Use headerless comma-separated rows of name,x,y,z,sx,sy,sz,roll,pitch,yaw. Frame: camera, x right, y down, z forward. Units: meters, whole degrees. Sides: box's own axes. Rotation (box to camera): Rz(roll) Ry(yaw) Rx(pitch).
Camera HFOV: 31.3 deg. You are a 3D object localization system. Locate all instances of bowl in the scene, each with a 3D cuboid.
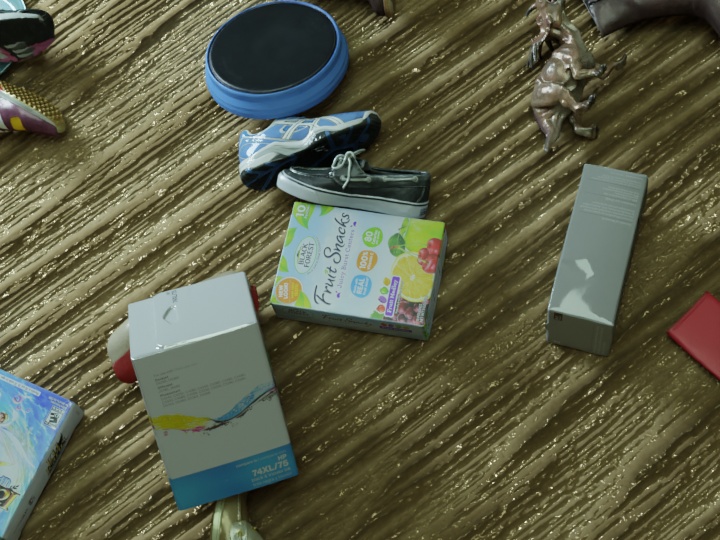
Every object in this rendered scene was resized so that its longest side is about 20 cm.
bowl,-0.115,-0.288,1.730,0.198,0.040,0.203,-6,51,7

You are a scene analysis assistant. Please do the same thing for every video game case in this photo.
video game case,-0.471,0.213,1.589,0.198,0.046,0.183,20,72,16

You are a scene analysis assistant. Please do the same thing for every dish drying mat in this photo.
dish drying mat,0.459,0.115,1.514,0.077,0.018,0.200,-42,67,-11

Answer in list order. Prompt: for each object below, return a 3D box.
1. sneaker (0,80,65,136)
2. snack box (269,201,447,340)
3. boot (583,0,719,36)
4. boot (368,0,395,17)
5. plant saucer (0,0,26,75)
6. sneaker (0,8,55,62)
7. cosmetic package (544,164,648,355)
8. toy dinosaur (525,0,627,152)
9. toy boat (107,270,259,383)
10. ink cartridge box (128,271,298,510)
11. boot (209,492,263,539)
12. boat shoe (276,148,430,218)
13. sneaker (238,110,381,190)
sneaker,-0.503,-0.212,1.771,0.198,0.075,0.091,24,103,5
snack box,0.000,0.000,1.609,0.197,0.053,0.144,8,67,12
boot,0.395,-0.350,1.702,0.165,0.072,0.202,-30,67,8
boot,-0.047,-0.405,1.785,0.164,0.073,0.202,-19,58,0
plant saucer,-0.570,-0.335,1.851,0.197,0.027,0.203,-3,66,7
sneaker,-0.527,-0.345,1.796,0.197,0.081,0.087,-6,55,-1
cosmetic package,0.284,-0.012,1.546,0.089,0.107,0.203,10,70,12
toy dinosaur,0.256,-0.247,1.669,0.134,0.086,0.202,19,87,27
toy boat,-0.207,0.091,1.578,0.198,0.131,0.132,-23,94,-2
ink cartridge box,-0.169,0.134,1.465,0.144,0.202,0.147,-15,25,-5
boot,-0.095,0.327,1.473,0.152,0.072,0.203,-1,68,6
boat shoe,-0.008,-0.117,1.638,0.197,0.074,0.069,12,110,12
sneaker,-0.070,-0.176,1.683,0.197,0.076,0.078,-17,61,-1
